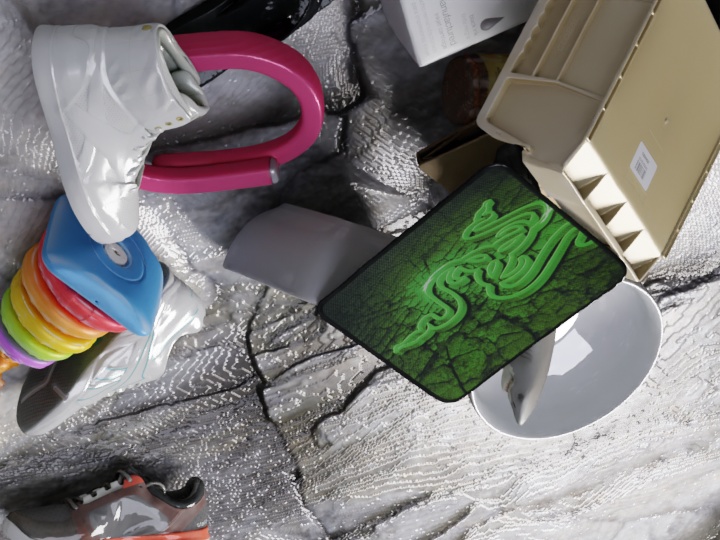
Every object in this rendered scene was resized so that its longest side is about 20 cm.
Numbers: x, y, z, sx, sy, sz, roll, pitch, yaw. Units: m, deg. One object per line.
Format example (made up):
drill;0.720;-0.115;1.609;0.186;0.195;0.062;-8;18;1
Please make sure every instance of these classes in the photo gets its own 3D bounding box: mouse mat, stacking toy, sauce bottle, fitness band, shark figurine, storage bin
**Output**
mouse mat;0.086;0.016;1.263;0.161;0.008;0.200;36;118;-28
stacking toy;-0.267;0.042;1.366;0.116;0.110;0.200;39;117;-24
sauce bottle;0.170;-0.152;1.411;0.200;0.066;0.066;0;126;-25
fitness band;-0.128;-0.123;1.293;0.200;0.037;0.144;-6;138;5
shark figurine;0.145;0.009;1.337;0.089;0.128;0.215;0;131;22
storage bin;0.199;-0.125;1.263;0.199;0.094;0.200;-61;144;-13

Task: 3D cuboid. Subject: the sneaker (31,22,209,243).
sneaker;-0.169;-0.100;1.242;0.115;0.074;0.200;-3;134;8

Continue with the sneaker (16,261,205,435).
sneaker;-0.217;0.083;1.429;0.200;0.070;0.080;-41;133;10

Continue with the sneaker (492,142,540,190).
sneaker;0.115;-0.039;1.397;0.088;0.074;0.200;-13;151;0

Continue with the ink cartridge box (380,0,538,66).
ink cartridge box;0.107;-0.271;1.275;0.200;0.083;0.145;-24;133;-4

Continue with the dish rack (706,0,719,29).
dish rack;0.354;-0.226;1.412;0.200;0.055;0.154;-19;125;-20

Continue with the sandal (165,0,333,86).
sandal;-0.075;-0.202;1.277;0.200;0.048;0.075;-38;131;10

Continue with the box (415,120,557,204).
box;0.164;-0.092;1.424;0.163;0.021;0.200;-26;149;20

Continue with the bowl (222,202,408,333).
bowl;0.000;0.000;1.386;0.200;0.200;0.075;16;91;-29

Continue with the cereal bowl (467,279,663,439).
cereal bowl;0.184;0.063;1.572;0.200;0.083;0.200;-12;130;-15

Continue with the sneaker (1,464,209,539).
sneaker;-0.239;0.221;1.543;0.200;0.077;0.082;2;98;-25
